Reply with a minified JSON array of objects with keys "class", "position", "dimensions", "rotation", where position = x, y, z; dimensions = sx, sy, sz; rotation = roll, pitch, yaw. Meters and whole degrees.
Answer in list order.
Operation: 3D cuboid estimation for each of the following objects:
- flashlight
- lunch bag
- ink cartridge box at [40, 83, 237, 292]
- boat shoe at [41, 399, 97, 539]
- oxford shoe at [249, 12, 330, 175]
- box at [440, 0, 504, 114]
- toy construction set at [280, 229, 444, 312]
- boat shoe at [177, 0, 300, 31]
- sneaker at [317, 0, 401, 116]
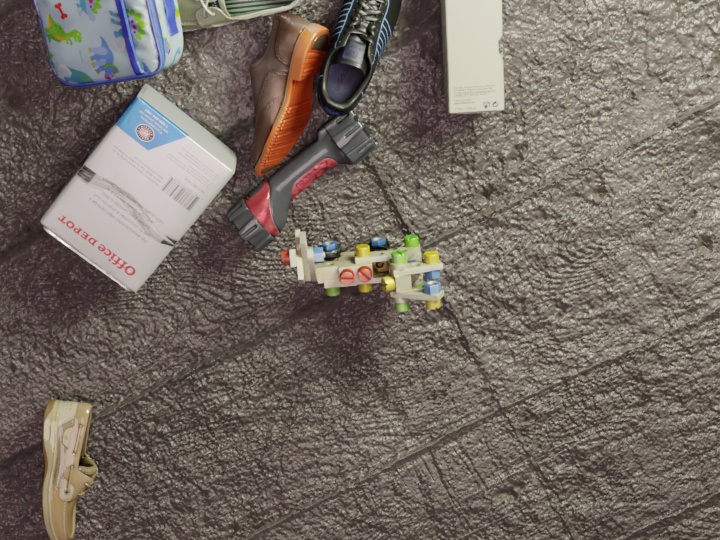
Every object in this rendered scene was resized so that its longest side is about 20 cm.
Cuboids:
[{"class":"flashlight","position":[-0.068,-0.107,1.705],"dimensions":[0.200,0.068,0.068],"rotation":[-37,70,8]},{"class":"lunch bag","position":[-0.288,-0.313,1.588],"dimensions":[0.160,0.082,0.201],"rotation":[-1,112,20]},{"class":"ink cartridge box","position":[-0.265,-0.098,1.691],"dimensions":[0.144,0.084,0.200],"rotation":[38,105,-14]},{"class":"boat shoe","position":[-0.377,0.266,1.834],"dimensions":[0.064,0.071,0.201],"rotation":[3,110,-2]},{"class":"oxford shoe","position":[-0.099,-0.210,1.673],"dimensions":[0.073,0.071,0.201],"rotation":[30,114,18]},{"class":"box","position":[0.128,-0.288,1.630],"dimensions":[0.068,0.082,0.201],"rotation":[-3,112,0]},{"class":"toy construction set","position":[0.000,0.000,1.709],"dimensions":[0.199,0.131,0.093],"rotation":[9,110,-5]},{"class":"boat shoe","position":[-0.161,-0.316,1.621],"dimensions":[0.199,0.062,0.072],"rotation":[-11,111,4]},{"class":"sneaker","position":[0.003,-0.271,1.621],"dimensions":[0.070,0.078,0.201],"rotation":[18,97,-6]}]
